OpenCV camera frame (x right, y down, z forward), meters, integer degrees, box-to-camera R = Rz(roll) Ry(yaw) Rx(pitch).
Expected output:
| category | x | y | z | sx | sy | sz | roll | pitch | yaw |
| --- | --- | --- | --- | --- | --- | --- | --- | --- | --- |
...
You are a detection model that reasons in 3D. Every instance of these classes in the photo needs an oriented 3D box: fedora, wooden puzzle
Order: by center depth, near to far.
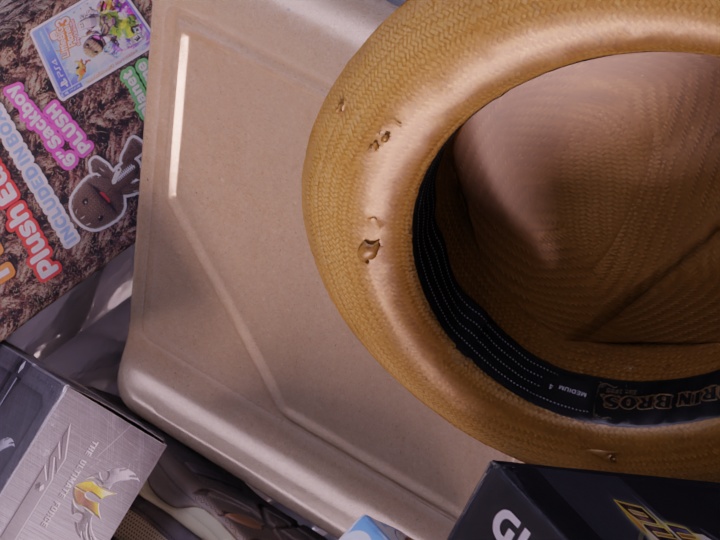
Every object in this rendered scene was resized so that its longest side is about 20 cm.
| category | x | y | z | sx | sy | sz | roll | pitch | yaw |
| --- | --- | --- | --- | --- | --- | --- | --- | --- | --- |
| fedora | 0.085 | -0.026 | 0.631 | 0.200 | 0.201 | 0.082 | -13 | 33 | 28 |
| wooden puzzle | 0.000 | 0.000 | 0.781 | 0.185 | 0.037 | 0.200 | 29 | 127 | 24 |

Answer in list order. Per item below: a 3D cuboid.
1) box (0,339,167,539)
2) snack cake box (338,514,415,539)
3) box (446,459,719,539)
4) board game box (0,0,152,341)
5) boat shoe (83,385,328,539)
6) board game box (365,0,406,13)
| category | x | y | z | sx | sy | sz | roll | pitch | yaw |
| --- | --- | --- | --- | --- | --- | --- | --- | --- | --- |
| box | -0.170 | 0.118 | 0.835 | 0.200 | 0.048 | 0.158 | -59 | 31 | -7 |
| snack cake box | 0.062 | 0.153 | 0.638 | 0.067 | 0.200 | 0.115 | -48 | 50 | 6 |
| box | 0.143 | 0.127 | 0.560 | 0.200 | 0.198 | 0.050 | 45 | 116 | 41 |
| board game box | -0.146 | -0.058 | 0.885 | 0.200 | 0.097 | 0.159 | -38 | 26 | -17 |
| boat shoe | -0.057 | 0.116 | 0.832 | 0.200 | 0.074 | 0.073 | 36 | 98 | 49 |
| board game box | 0.058 | -0.043 | 0.757 | 0.200 | 0.200 | 0.026 | 16 | 51 | 38 |
